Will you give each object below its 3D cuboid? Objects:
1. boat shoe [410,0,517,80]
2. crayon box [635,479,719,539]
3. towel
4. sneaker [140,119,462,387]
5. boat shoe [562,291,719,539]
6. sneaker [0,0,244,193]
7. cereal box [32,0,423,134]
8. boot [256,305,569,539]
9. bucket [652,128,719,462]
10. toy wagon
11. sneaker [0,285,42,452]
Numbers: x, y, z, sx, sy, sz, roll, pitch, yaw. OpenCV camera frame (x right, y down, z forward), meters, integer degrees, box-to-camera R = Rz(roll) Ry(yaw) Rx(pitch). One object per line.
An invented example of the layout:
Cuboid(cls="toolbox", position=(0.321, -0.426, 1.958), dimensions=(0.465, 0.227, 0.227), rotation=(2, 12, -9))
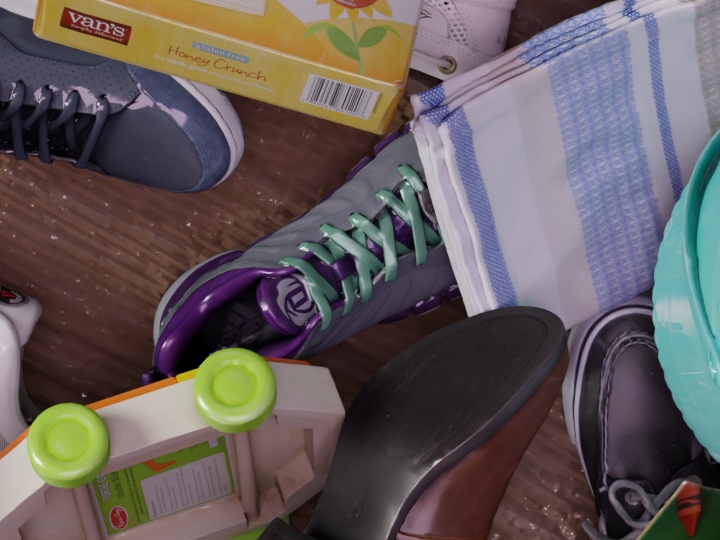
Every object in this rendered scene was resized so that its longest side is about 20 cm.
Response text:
Cuboid(cls="boat shoe", position=(-0.035, -0.109, 1.108), dimensions=(0.199, 0.071, 0.070), rotation=(9, 99, -5))
Cuboid(cls="crayon box", position=(0.178, 0.169, 1.076), dimensions=(0.199, 0.051, 0.127), rotation=(21, 122, -25))
Cuboid(cls="towel", position=(0.121, -0.052, 1.099), dimensions=(0.199, 0.024, 0.147), rotation=(-26, 130, -10))
Cuboid(cls="sneaker", position=(0.000, 0.000, 1.108), dimensions=(0.200, 0.088, 0.075), rotation=(-33, 98, 11))
Cuboid(cls="boat shoe", position=(0.132, 0.109, 1.151), dimensions=(0.073, 0.068, 0.201), rotation=(-7, 99, -1))
Cuboid(cls="sneaker", position=(-0.157, -0.052, 1.073), dimensions=(0.202, 0.147, 0.077), rotation=(25, 136, -1))
Cuboid(cls="cereal box", position=(-0.036, -0.161, 1.059), dimensions=(0.143, 0.040, 0.201), rotation=(16, 58, -5))
Cuboid(cls="boot", position=(0.053, 0.135, 1.116), dimensions=(0.189, 0.068, 0.200), rotation=(-54, 134, -18))
Cuboid(cls="bucket", position=(0.217, 0.011, 1.043), dimensions=(0.206, 0.135, 0.208), rotation=(0, 88, -13))
Cuboid(cls="toy wagon", position=(-0.102, 0.092, 1.096), dimensions=(0.199, 0.155, 0.040), rotation=(-17, 64, -8))
Cuboid(cls="sneaker", position=(-0.184, 0.017, 1.126), dimensions=(0.088, 0.074, 0.200), rotation=(-32, 109, 3))
